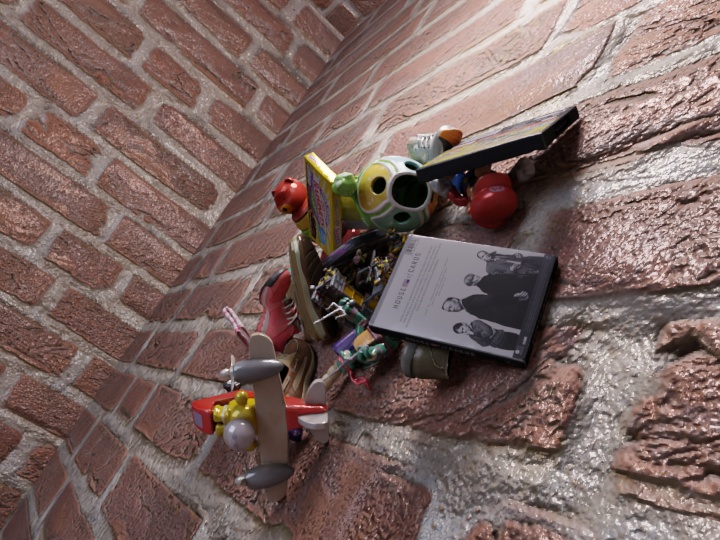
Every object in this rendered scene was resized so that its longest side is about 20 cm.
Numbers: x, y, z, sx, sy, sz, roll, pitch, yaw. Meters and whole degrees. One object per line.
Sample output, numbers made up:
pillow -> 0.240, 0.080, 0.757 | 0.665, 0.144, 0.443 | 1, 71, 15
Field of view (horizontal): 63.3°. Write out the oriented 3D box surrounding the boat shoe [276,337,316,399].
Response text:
boat shoe -> -0.129, 0.184, 1.047 | 0.076, 0.074, 0.200 | -44, 24, 18

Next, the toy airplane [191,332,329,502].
toy airplane -> -0.141, 0.220, 0.850 | 0.199, 0.200, 0.141 | -47, -5, 20

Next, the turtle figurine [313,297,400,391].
turtle figurine -> 0.018, 0.092, 0.874 | 0.200, 0.101, 0.150 | -37, 38, -6

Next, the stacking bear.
stacking bear -> -0.108, -0.126, 1.311 | 0.121, 0.200, 0.114 | -26, 33, 46

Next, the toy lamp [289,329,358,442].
toy lamp -> -0.056, 0.182, 0.936 | 0.200, 0.058, 0.058 | -53, 22, 1

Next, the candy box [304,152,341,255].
candy box -> -0.072, -0.121, 1.147 | 0.026, 0.200, 0.102 | -27, 51, -25

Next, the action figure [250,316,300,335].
action figure -> -0.160, 0.097, 1.224 | 0.200, 0.065, 0.099 | -44, -10, 17

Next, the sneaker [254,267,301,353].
sneaker -> -0.147, 0.082, 1.141 | 0.074, 0.087, 0.201 | -44, -25, -49

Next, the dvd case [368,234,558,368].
dvd case -> 0.126, 0.030, 0.725 | 0.199, 0.025, 0.151 | 10, 59, 29

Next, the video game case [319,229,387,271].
video game case -> -0.034, -0.023, 1.145 | 0.200, 0.019, 0.143 | -34, -8, 39

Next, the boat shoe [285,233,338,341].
boat shoe -> -0.106, 0.036, 1.069 | 0.076, 0.201, 0.072 | -13, 3, 26

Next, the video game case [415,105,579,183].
video game case -> 0.208, -0.190, 0.880 | 0.199, 0.026, 0.181 | -10, 18, 38

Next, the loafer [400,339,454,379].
loafer -> 0.127, 0.064, 0.766 | 0.069, 0.075, 0.200 | 19, 64, 29

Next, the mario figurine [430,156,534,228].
mario figurine -> 0.185, -0.145, 0.899 | 0.124, 0.106, 0.200 | -56, 17, 17

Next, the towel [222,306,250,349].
towel -> -0.228, 0.154, 1.188 | 0.030, 0.147, 0.200 | -34, 18, -13

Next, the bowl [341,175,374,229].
bowl -> 0.008, -0.141, 1.206 | 0.200, 0.199, 0.108 | -164, 68, -66

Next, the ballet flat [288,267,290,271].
ballet flat -> -0.124, -0.002, 1.331 | 0.070, 0.068, 0.200 | -26, 13, 6

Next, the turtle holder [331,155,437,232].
turtle holder -> 0.053, -0.147, 1.042 | 0.141, 0.185, 0.132 | -55, 13, -4

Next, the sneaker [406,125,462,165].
sneaker -> 0.125, -0.218, 1.056 | 0.076, 0.092, 0.200 | -61, -6, -5

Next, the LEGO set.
LEGO set -> 0.000, 0.000, 1.020 | 0.200, 0.116, 0.154 | -29, 31, 43
